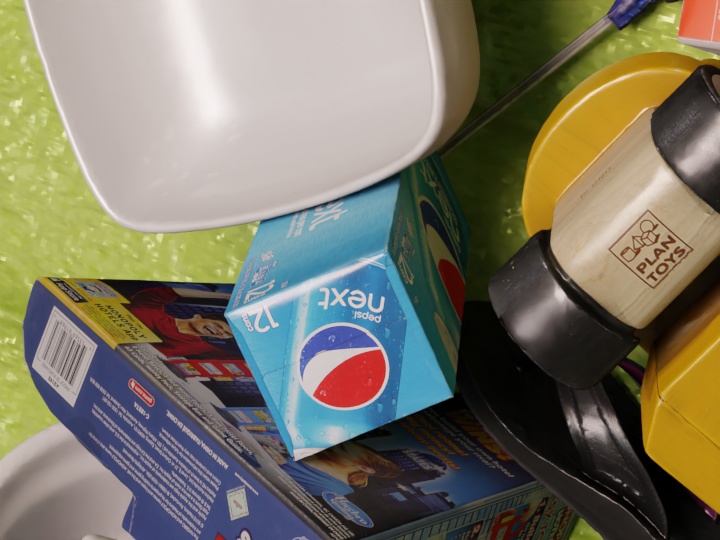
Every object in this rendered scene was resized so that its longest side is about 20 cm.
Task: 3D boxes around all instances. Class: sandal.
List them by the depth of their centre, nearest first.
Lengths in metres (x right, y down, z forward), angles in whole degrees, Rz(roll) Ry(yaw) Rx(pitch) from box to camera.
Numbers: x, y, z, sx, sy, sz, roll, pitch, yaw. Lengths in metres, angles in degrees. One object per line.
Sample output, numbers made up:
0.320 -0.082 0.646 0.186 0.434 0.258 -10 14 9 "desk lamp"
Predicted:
0.114 0.076 0.950 0.201 0.075 0.048 47 126 18 "sandal"

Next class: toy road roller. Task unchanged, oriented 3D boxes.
0.152 0.001 0.921 0.200 0.146 0.123 40 112 -10 "toy road roller"

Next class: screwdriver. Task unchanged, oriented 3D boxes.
0.096 -0.093 1.005 0.029 0.028 0.200 45 116 -3 "screwdriver"

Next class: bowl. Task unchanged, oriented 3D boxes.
-0.041 -0.125 0.958 0.199 0.074 0.202 -12 96 39 "bowl"

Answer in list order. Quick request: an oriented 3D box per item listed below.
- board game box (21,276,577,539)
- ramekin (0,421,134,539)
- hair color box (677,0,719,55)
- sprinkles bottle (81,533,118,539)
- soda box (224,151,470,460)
-0.010 0.077 0.966 0.200 0.199 0.062 38 113 39 "board game box"
-0.085 0.166 1.004 0.201 0.199 0.098 57 146 23 "ramekin"
0.228 -0.094 0.870 0.199 0.101 0.062 12 93 33 "hair color box"
-0.022 0.161 0.924 0.198 0.068 0.069 18 98 -9 "sprinkles bottle"
0.000 0.000 0.950 0.067 0.200 0.065 -22 106 11 "soda box"
